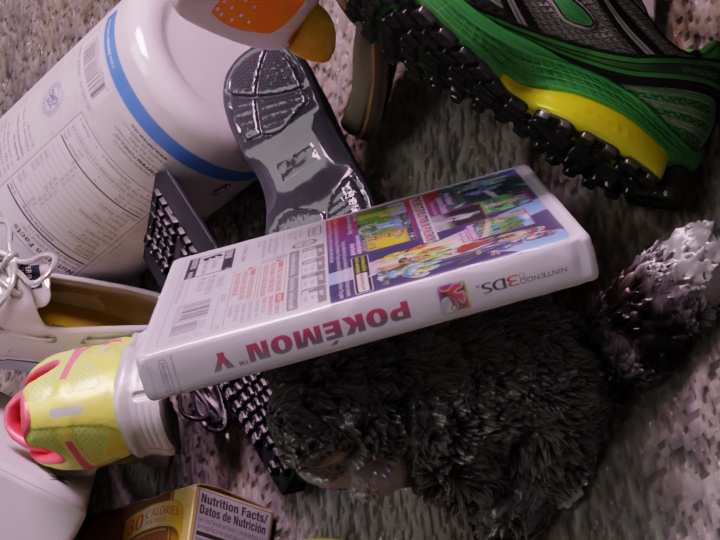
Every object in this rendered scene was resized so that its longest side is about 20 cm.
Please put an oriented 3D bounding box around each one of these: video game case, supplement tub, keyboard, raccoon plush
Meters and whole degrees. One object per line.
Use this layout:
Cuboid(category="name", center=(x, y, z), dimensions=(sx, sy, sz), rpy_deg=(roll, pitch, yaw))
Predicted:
Cuboid(category="video game case", center=(0.000, 0.000, 0.795), dimensions=(0.182, 0.023, 0.200), rpy_deg=(-15, 11, 2))
Cuboid(category="supplement tub", center=(-0.140, -0.075, 1.100), dimensions=(0.200, 0.132, 0.132), rpy_deg=(-36, 44, 37))
Cuboid(category="keyboard", center=(-0.084, 0.043, 0.984), dimensions=(0.200, 0.040, 0.104), rpy_deg=(56, 150, 39))
Cuboid(category="raccoon plush", center=(0.046, 0.028, 0.783), dimensions=(0.200, 0.134, 0.097), rpy_deg=(-55, 34, 15))

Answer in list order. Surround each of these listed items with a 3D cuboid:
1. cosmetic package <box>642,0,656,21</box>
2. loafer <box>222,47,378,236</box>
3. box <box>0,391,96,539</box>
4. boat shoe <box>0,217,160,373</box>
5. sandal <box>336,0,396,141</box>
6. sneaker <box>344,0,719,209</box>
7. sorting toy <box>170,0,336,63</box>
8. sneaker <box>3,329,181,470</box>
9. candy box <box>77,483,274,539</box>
Cuboid(category="cosmetic package", center=(0.088, -0.210, 0.893), dimensions=(0.085, 0.108, 0.200), rpy_deg=(-30, 45, 54))
Cuboid(category="loafer", center=(-0.018, -0.031, 0.981), dimensions=(0.072, 0.063, 0.200), rpy_deg=(-26, 63, 17))
Cuboid(category="box", center=(-0.261, 0.126, 1.025), dimensions=(0.131, 0.199, 0.200), rpy_deg=(-63, 6, 2))
Cuboid(category="boat shoe", center=(-0.198, 0.015, 1.049), dimensions=(0.086, 0.202, 0.075), rpy_deg=(-56, 32, 35))
Cuboid(category="sandal", center=(0.001, -0.163, 0.959), dimensions=(0.080, 0.054, 0.200), rpy_deg=(-69, -10, -59))
Cuboid(category="sneaker", center=(0.070, -0.110, 0.798), dimensions=(0.085, 0.200, 0.078), rpy_deg=(-61, 13, -11))
Cuboid(category="sorting toy", center=(-0.013, -0.211, 0.855), dimensions=(0.180, 0.107, 0.200), rpy_deg=(-48, 34, 20))
Cuboid(category="sneaker", center=(-0.147, 0.072, 0.990), dimensions=(0.200, 0.090, 0.078), rpy_deg=(128, 133, -79))
Cuboid(category="candy box", center=(-0.112, 0.220, 0.948), dimensions=(0.117, 0.056, 0.200), rpy_deg=(-23, 51, 46))
